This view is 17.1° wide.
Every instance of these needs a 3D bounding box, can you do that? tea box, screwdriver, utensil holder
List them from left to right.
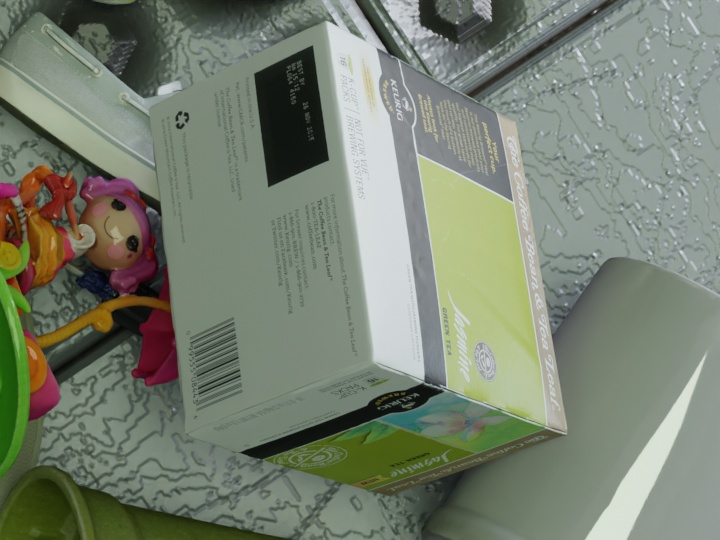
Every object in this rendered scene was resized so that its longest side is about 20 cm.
[{"bbox_3d":[-0.176,-0.003,1.389,0.199,0.028,0.029,29,53,-33],"label":"screwdriver"},{"bbox_3d":[0.000,0.000,1.332,0.196,0.133,0.201,23,53,-49],"label":"tea box"},{"bbox_3d":[0.159,0.118,1.411,0.170,0.170,0.201,36,79,-7],"label":"utensil holder"}]

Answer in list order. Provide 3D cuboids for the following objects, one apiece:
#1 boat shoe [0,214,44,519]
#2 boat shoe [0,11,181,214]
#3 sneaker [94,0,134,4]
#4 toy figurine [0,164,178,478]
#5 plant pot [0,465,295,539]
[{"bbox_3d":[-0.231,0.053,1.400,0.072,0.067,0.202,-6,92,-53],"label":"boat shoe"},{"bbox_3d":[-0.126,-0.083,1.418,0.200,0.070,0.072,33,84,-5],"label":"boat shoe"},{"bbox_3d":[-0.106,-0.202,1.412,0.199,0.105,0.076,-2,86,-11],"label":"sneaker"},{"bbox_3d":[-0.164,0.004,1.338,0.183,0.150,0.201,-14,76,-39],"label":"toy figurine"},{"bbox_3d":[-0.102,0.217,1.351,0.183,0.200,0.202,7,85,-27],"label":"plant pot"}]
